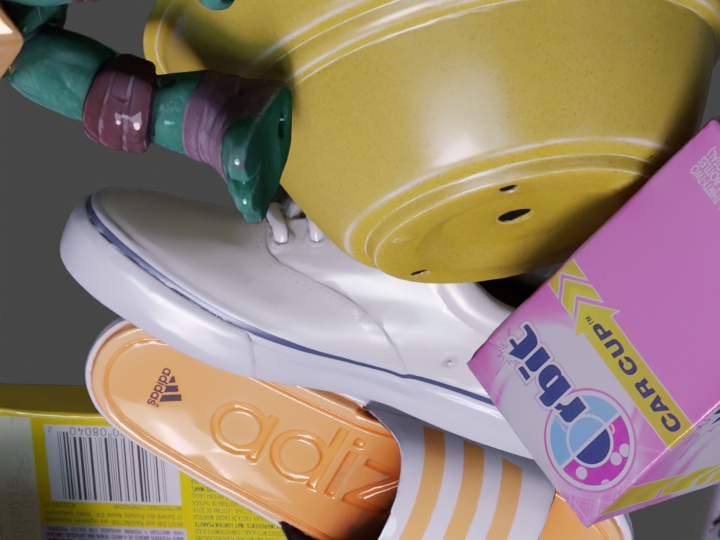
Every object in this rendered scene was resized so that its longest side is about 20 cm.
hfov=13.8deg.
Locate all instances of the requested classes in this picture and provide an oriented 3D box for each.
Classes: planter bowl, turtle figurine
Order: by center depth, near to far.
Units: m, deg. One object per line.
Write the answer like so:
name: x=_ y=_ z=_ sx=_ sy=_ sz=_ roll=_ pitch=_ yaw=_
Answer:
turtle figurine: x=-0.123 y=-0.067 z=0.842 sx=0.199 sy=0.101 sz=0.150 roll=2 pitch=142 yaw=16
planter bowl: x=0.039 y=-0.049 z=0.898 sx=0.199 sy=0.084 sz=0.201 roll=-11 pitch=162 yaw=-4

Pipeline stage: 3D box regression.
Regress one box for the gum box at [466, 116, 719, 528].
gum box: x=0.138 y=0.007 z=0.934 sx=0.114 sy=0.200 sz=0.066 roll=-46 pitch=70 yaw=29

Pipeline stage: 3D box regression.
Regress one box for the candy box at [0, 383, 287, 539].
candy box: x=-0.036 y=0.091 z=1.098 sx=0.199 sy=0.026 sz=0.103 roll=2 pitch=123 yaw=5

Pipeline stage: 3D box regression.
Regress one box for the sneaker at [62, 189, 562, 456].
sneaker: x=0.000 y=0.000 z=1.008 sx=0.199 sy=0.073 sz=0.071 roll=17 pitch=115 yaw=-15

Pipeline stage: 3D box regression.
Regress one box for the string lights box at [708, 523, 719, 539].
string lights box: x=0.227 y=0.081 z=1.042 sx=0.103 sy=0.059 sz=0.200 roll=36 pitch=120 yaw=-18

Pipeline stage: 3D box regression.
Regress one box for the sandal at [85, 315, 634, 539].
sandal: x=-0.005 y=0.082 z=1.040 sx=0.206 sy=0.059 sz=0.079 roll=23 pitch=119 yaw=-6
